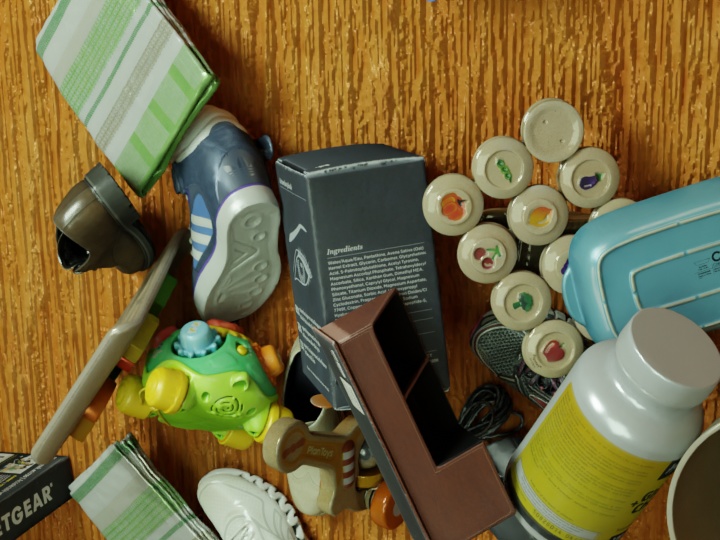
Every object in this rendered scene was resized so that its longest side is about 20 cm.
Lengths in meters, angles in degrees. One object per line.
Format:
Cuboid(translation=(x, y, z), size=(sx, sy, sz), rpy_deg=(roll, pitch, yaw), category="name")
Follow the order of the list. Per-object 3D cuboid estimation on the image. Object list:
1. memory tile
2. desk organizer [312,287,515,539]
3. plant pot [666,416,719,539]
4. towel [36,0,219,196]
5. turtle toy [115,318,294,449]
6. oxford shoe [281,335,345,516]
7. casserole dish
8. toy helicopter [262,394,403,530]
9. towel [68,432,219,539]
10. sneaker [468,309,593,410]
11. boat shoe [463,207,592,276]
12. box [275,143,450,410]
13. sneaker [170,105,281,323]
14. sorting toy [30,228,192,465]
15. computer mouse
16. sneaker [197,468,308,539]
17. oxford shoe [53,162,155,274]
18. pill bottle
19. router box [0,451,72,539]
Cuboid(translation=(0.157, -0.024, 1.296), size=(0.153, 0.017, 0.201), rpy_deg=(-35, 104, 6), category="memory tile")
Cuboid(translation=(0.043, 0.121, 1.278), size=(0.076, 0.072, 0.202), rpy_deg=(-28, 104, -10), category="desk organizer")
Cuboid(translation=(0.352, 0.158, 1.250), size=(0.185, 0.200, 0.190), rpy_deg=(8, 110, 22), category="plant pot")
Cuboid(translation=(-0.211, -0.187, 1.442), size=(0.201, 0.031, 0.150), rpy_deg=(53, 125, 24), category="towel")
Cuboid(translation=(-0.147, 0.100, 1.484), size=(0.199, 0.145, 0.102), rpy_deg=(-14, 59, 60), category="turtle toy")
Cuboid(translation=(-0.051, 0.146, 1.502), size=(0.070, 0.074, 0.202), rpy_deg=(8, 111, 21), category="oxford shoe")
Cuboid(translation=(0.261, -0.001, 1.282), size=(0.198, 0.039, 0.122), rpy_deg=(-17, 106, 0), category="casserole dish")
Cuboid(translation=(-0.017, 0.153, 1.427), size=(0.078, 0.199, 0.134), rpy_deg=(19, 91, 34), category="toy helicopter")
Cuboid(translation=(-0.202, 0.267, 1.626), size=(0.200, 0.031, 0.149), rpy_deg=(48, 140, 0), category="towel")
Cuboid(translation=(0.182, 0.096, 1.379), size=(0.199, 0.075, 0.081), rpy_deg=(28, 117, 14), category="sneaker")
Cuboid(translation=(0.184, -0.017, 1.346), size=(0.198, 0.065, 0.073), rpy_deg=(10, 103, 1), category="boat shoe")
Cuboid(translation=(0.000, 0.000, 1.361), size=(0.103, 0.148, 0.202), rpy_deg=(-9, 101, -11), category="box")
Cuboid(translation=(-0.132, -0.059, 1.480), size=(0.147, 0.080, 0.201), rpy_deg=(63, 155, 29), category="sneaker")
Cuboid(translation=(-0.222, 0.072, 1.484), size=(0.036, 0.200, 0.186), rpy_deg=(34, 119, -6), category="sorting toy")
Cuboid(translation=(0.143, 0.214, 1.450), size=(0.200, 0.053, 0.139), rpy_deg=(42, 118, 6), category="computer mouse")
Cuboid(translation=(-0.089, 0.277, 1.563), size=(0.200, 0.081, 0.075), rpy_deg=(46, 121, 5), category="sneaker")
Cuboid(translation=(-0.242, -0.033, 1.469), size=(0.084, 0.200, 0.073), rpy_deg=(-39, 73, -7), category="oxford shoe")
Cuboid(translation=(0.200, 0.126, 1.260), size=(0.112, 0.112, 0.201), rpy_deg=(36, 130, 9), category="pill bottle")
Cuboid(translation=(-0.406, 0.243, 1.625), size=(0.148, 0.200, 0.052), rpy_deg=(0, 106, 24), category="router box")
